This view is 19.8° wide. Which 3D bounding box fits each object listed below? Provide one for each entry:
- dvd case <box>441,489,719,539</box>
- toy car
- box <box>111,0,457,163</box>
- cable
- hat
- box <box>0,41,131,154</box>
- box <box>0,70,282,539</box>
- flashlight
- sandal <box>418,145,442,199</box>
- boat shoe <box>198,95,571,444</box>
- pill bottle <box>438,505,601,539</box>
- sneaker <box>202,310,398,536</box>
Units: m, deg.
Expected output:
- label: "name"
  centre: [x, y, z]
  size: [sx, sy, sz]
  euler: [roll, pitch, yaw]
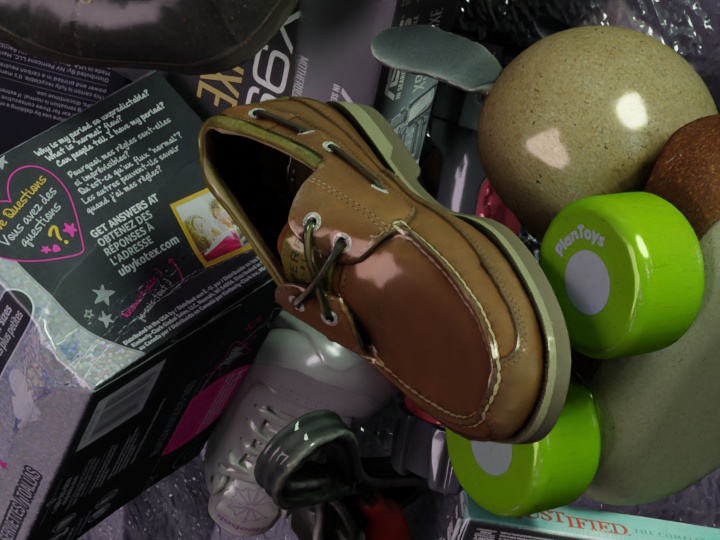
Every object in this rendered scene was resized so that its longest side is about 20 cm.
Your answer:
- label: "dvd case"
  centre: [0.079, 0.175, 0.815]
  size: [0.022, 0.146, 0.200]
  euler: [-100, 23, -55]
- label: "toy car"
  centre: [0.088, -0.027, 0.783]
  size: [0.200, 0.164, 0.158]
  euler: [54, 134, 32]
- label: "box"
  centre: [-0.030, -0.151, 0.857]
  size: [0.158, 0.050, 0.200]
  euler: [31, 124, 27]
- label: "cable"
  centre: [-0.002, 0.109, 0.953]
  size: [0.050, 0.097, 0.200]
  euler: [55, 165, 17]
- label: "hat"
  centre: [-0.090, -0.174, 0.811]
  size: [0.200, 0.081, 0.201]
  euler: [13, 123, 21]
- label: "box"
  centre: [-0.169, -0.093, 1.102]
  size: [0.200, 0.104, 0.182]
  euler: [-83, 9, -62]
- label: "box"
  centre: [-0.129, 0.029, 0.920]
  size: [0.115, 0.132, 0.200]
  euler: [48, 145, 13]
- label: "flashlight"
  centre: [0.061, -0.002, 0.919]
  size: [0.068, 0.068, 0.200]
  euler: [25, 110, 46]
- label: "sandal"
  centre: [0.016, -0.053, 0.980]
  size: [0.080, 0.057, 0.201]
  euler: [19, 125, 46]
- label: "boat shoe"
  centre: [0.000, 0.000, 0.724]
  size: [0.200, 0.068, 0.072]
  euler: [45, 125, 53]
- label: "pill bottle"
  centre: [0.048, 0.179, 0.914]
  size: [0.200, 0.112, 0.113]
  euler: [-45, 60, 47]
- label: "sneaker"
  centre: [-0.030, 0.078, 0.993]
  size: [0.200, 0.075, 0.100]
  euler: [126, 164, -70]
